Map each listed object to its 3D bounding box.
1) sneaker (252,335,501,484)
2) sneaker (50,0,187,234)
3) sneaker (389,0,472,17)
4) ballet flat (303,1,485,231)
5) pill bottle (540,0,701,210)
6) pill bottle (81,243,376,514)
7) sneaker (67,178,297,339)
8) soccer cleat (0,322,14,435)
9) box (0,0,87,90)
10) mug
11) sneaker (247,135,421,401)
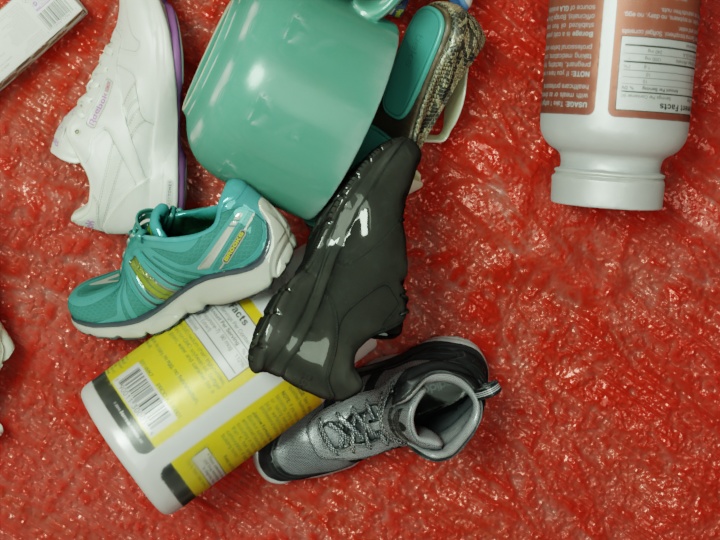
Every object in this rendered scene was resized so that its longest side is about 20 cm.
[{"bbox_3d":[0.011,0.112,0.953,0.199,0.114,0.076,-24,99,-4],"label":"sneaker"},{"bbox_3d":[-0.176,-0.123,0.919,0.099,0.075,0.202,-1,97,-8],"label":"sneaker"},{"bbox_3d":[-0.002,-0.227,0.931,0.198,0.074,0.083,-4,100,-5],"label":"sneaker"},{"bbox_3d":[0.034,-0.104,0.951,0.075,0.068,0.201,18,110,-44],"label":"ballet flat"},{"bbox_3d":[0.192,-0.148,0.944,0.111,0.112,0.202,3,97,-7],"label":"pill bottle"},{"bbox_3d":[-0.093,0.076,0.931,0.199,0.114,0.115,-35,100,-10],"label":"pill bottle"},{"bbox_3d":[-0.137,-0.011,0.907,0.199,0.078,0.080,-22,118,29],"label":"sneaker"},{"bbox_3d":[-0.293,0.032,0.933,0.077,0.069,0.201,5,104,-13],"label":"soccer cleat"},{"bbox_3d":[-0.286,-0.139,0.922,0.200,0.039,0.041,-42,99,0],"label":"box"},{"bbox_3d":[-0.051,-0.143,0.895,0.114,0.152,0.186,24,79,-13],"label":"mug"},{"bbox_3d":[0.000,0.000,0.877,0.090,0.076,0.201,30,74,-7],"label":"sneaker"}]
